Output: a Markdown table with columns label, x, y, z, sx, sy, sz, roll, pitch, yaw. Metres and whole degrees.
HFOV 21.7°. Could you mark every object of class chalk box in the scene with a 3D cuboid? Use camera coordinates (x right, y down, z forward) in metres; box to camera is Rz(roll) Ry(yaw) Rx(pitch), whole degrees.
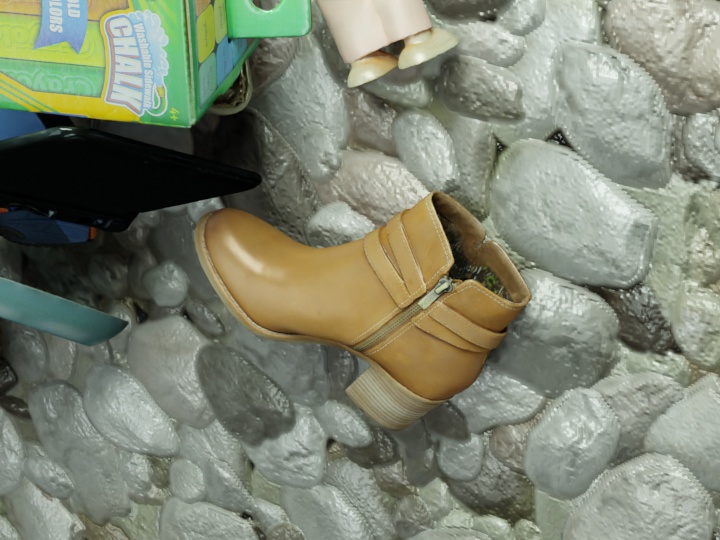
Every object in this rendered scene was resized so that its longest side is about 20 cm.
| label | x | y | z | sx | sy | sz | roll | pitch | yaw |
| --- | --- | --- | --- | --- | --- | --- | --- | --- | --- |
| chalk box | -0.128 | -0.163 | 1.062 | 0.198 | 0.124 | 0.125 | 6 | 121 | 15 |

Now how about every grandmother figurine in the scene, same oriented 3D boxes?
| label | x | y | z | sx | sy | sz | roll | pitch | yaw |
| --- | --- | --- | --- | --- | --- | --- | --- | --- | --- |
| grandmother figurine | -0.019 | -0.210 | 1.092 | 0.120 | 0.061 | 0.201 | -18 | 101 | 16 |

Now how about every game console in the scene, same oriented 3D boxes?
| label | x | y | z | sx | sy | sz | roll | pitch | yaw |
| --- | --- | --- | --- | --- | --- | --- | --- | --- | --- |
| game console | -0.190 | -0.095 | 1.177 | 0.116 | 0.200 | 0.176 | -44 | 64 | 19 |

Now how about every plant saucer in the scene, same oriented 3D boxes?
| label | x | y | z | sx | sy | sz | roll | pitch | yaw |
| --- | --- | --- | --- | --- | --- | --- | --- | --- | --- |
| plant saucer | -0.260 | 0.016 | 1.317 | 0.199 | 0.200 | 0.028 | 15 | 84 | 29 |

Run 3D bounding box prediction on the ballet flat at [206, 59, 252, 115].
| label | x | y | z | sx | sy | sz | roll | pitch | yaw |
| --- | --- | --- | --- | --- | --- | --- | --- | --- | --- |
| ballet flat | -0.103 | -0.185 | 1.154 | 0.069 | 0.069 | 0.201 | 8 | 124 | 33 |

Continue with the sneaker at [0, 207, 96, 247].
| label | x | y | z | sx | sy | sz | roll | pitch | yaw |
| --- | --- | --- | --- | --- | --- | --- | --- | --- | --- |
| sneaker | -0.269 | -0.059 | 1.281 | 0.075 | 0.199 | 0.079 | 14 | 102 | 44 |

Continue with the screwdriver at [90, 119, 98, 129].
| label | x | y | z | sx | sy | sz | roll | pitch | yaw |
| --- | --- | --- | --- | --- | --- | --- | --- | --- | --- |
| screwdriver | -0.168 | -0.142 | 1.226 | 0.029 | 0.028 | 0.200 | 21 | 151 | -9 |

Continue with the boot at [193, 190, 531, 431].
| label | x | y | z | sx | sy | sz | roll | pitch | yaw |
| --- | --- | --- | --- | --- | --- | --- | --- | --- | --- |
| boot | 0.000 | 0.000 | 1.178 | 0.200 | 0.077 | 0.155 | 45 | 134 | 3 |
